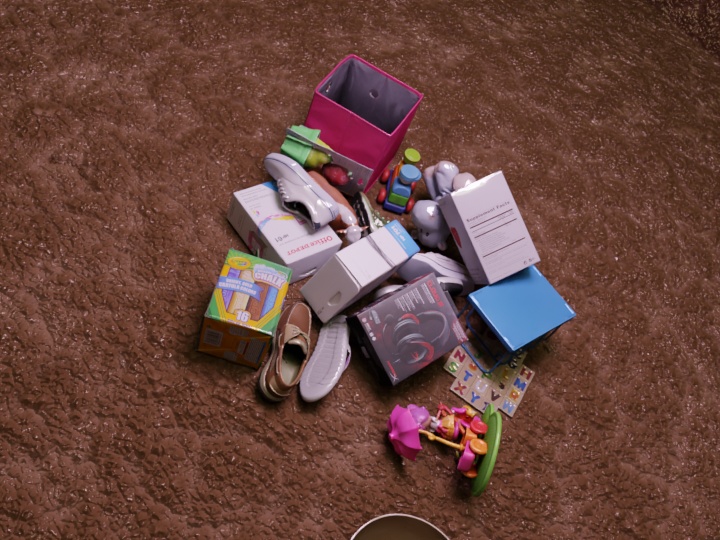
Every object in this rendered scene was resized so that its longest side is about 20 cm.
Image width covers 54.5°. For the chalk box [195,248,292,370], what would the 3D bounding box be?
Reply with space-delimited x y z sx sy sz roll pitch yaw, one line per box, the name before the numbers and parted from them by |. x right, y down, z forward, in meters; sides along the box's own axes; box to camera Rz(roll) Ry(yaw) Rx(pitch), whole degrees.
chalk box | -0.204 0.053 1.270 0.124 0.125 0.200 19 50 -7

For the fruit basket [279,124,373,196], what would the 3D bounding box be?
fruit basket | -0.075 -0.234 1.518 0.199 0.185 0.094 20 75 -4

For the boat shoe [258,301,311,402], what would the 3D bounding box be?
boat shoe | -0.120 0.141 1.259 0.076 0.074 0.200 31 48 -23

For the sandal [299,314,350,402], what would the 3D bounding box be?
sandal | -0.051 0.165 1.292 0.050 0.082 0.203 57 36 -33

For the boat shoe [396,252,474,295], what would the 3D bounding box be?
boat shoe | 0.154 -0.004 1.497 0.200 0.074 0.065 23 41 -29

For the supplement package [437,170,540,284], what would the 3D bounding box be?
supplement package | 0.261 -0.085 1.447 0.120 0.121 0.200 -24 91 -7

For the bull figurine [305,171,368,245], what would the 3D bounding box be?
bull figurine | -0.056 -0.122 1.465 0.065 0.121 0.200 -35 81 -12

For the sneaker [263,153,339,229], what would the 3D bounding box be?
sneaker | -0.133 -0.160 1.393 0.200 0.073 0.071 40 62 20

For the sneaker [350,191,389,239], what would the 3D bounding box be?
sneaker | 0.042 -0.086 1.529 0.088 0.077 0.200 -10 64 -40

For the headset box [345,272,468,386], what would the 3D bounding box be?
headset box | 0.096 0.106 1.323 0.200 0.075 0.149 -28 92 -21

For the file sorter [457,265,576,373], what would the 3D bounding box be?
file sorter | 0.308 0.104 1.436 0.200 0.123 0.139 -21 64 -35

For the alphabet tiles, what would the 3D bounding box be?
alphabet tiles | 0.264 0.204 1.425 0.166 0.006 0.200 35 48 7

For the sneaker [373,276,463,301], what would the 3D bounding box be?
sneaker | 0.132 0.083 1.430 0.199 0.073 0.112 -8 62 -20

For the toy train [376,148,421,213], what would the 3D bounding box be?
toy train | 0.104 -0.240 1.636 0.084 0.116 0.200 18 49 -9

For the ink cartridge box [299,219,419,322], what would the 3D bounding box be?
ink cartridge box | 0.000 0.000 1.358 0.200 0.146 0.086 -30 81 -46

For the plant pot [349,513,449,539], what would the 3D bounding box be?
plant pot | 0.044 0.480 1.029 0.200 0.135 0.201 12 50 -15

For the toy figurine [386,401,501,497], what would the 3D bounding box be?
toy figurine | 0.140 0.283 1.246 0.184 0.150 0.200 17 26 3

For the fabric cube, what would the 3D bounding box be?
fabric cube | -0.007 -0.333 1.609 0.200 0.200 0.196 31 49 3

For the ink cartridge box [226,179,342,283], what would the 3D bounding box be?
ink cartridge box | -0.155 -0.082 1.424 0.144 0.085 0.200 -24 67 -36

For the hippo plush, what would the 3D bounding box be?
hippo plush | 0.173 -0.133 1.584 0.161 0.200 0.159 -43 47 -16
